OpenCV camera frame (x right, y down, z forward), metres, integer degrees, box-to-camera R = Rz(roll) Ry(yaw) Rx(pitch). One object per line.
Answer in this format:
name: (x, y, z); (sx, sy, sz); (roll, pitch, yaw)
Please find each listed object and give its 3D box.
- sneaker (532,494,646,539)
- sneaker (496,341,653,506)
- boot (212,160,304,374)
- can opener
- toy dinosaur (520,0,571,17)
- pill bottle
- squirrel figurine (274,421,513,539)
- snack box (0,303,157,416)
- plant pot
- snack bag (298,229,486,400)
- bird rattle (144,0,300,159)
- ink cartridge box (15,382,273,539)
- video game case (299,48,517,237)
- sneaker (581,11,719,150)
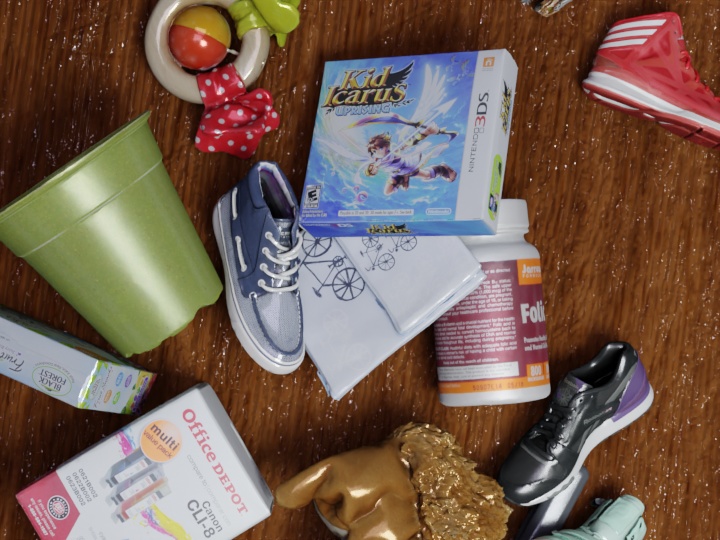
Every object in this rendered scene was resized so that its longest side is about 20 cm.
sneaker: (0.224, 0.260, 1.292); (0.074, 0.200, 0.118); (32, 82, 26)
sneaker: (0.204, 0.146, 1.324); (0.200, 0.076, 0.088); (-41, 133, -16)
boot: (-0.089, -0.005, 1.284); (0.073, 0.090, 0.200); (-7, 66, -35)
can opener: (0.165, 0.278, 1.348); (0.066, 0.053, 0.200); (34, 86, -2)
toy dinosaur: (0.214, -0.366, 1.349); (0.136, 0.102, 0.200); (29, 97, 2)
pill bottle: (0.128, 0.032, 1.327); (0.114, 0.114, 0.200); (-4, 88, -3)
squirrel figurine: (0.049, 0.256, 1.265); (0.200, 0.142, 0.187); (-30, 67, 2)
snack box: (-0.314, 0.078, 1.262); (0.200, 0.142, 0.053); (21, 88, 16)
plant pot: (-0.237, -0.023, 1.289); (0.200, 0.200, 0.190); (-34, 102, -4)
snack bag: (0.000, 0.000, 1.310); (0.200, 0.021, 0.189); (-40, 59, 9)
bird rattle: (-0.143, -0.223, 1.352); (0.163, 0.113, 0.200); (22, 100, 10)
ink cartridge box: (-0.203, 0.219, 1.287); (0.200, 0.145, 0.145); (-31, 89, -5)
video game case: (0.046, -0.125, 1.298); (0.200, 0.045, 0.182); (0, 69, 25)
sneaker: (0.342, -0.203, 1.367); (0.200, 0.078, 0.116); (22, 88, -3)
